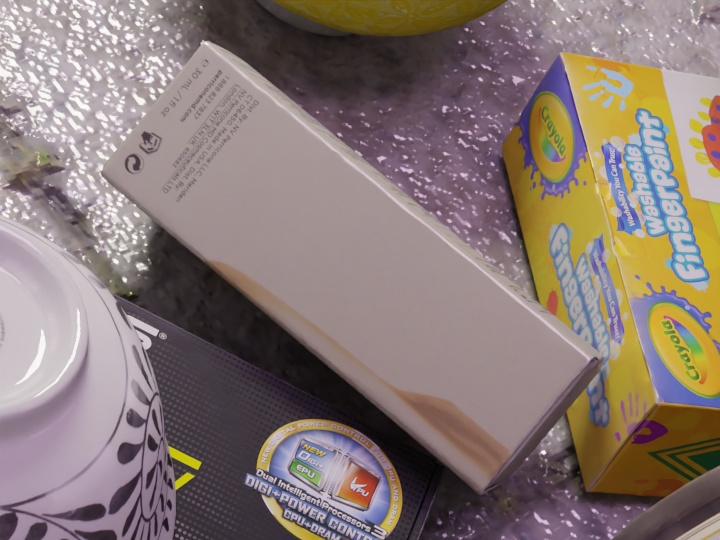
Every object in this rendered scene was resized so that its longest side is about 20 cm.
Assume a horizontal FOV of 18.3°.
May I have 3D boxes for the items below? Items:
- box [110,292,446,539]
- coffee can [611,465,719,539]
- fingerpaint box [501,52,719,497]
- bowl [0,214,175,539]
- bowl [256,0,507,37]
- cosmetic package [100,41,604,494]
[{"bbox_3d":[-0.084,0.095,0.839,0.200,0.044,0.160,28,47,-2],"label":"box"},{"bbox_3d":[0.188,0.178,0.832,0.146,0.146,0.200,-6,56,-30],"label":"coffee can"},{"bbox_3d":[0.167,0.007,1.015,0.167,0.073,0.200,7,49,-22],"label":"fingerpaint box"},{"bbox_3d":[-0.146,0.040,0.762,0.200,0.094,0.201,13,47,-15],"label":"bowl"},{"bbox_3d":[-0.006,-0.176,1.059,0.200,0.108,0.200,13,49,-16],"label":"bowl"},{"bbox_3d":[0.000,0.000,0.911,0.200,0.071,0.105,40,4,10],"label":"cosmetic package"}]
